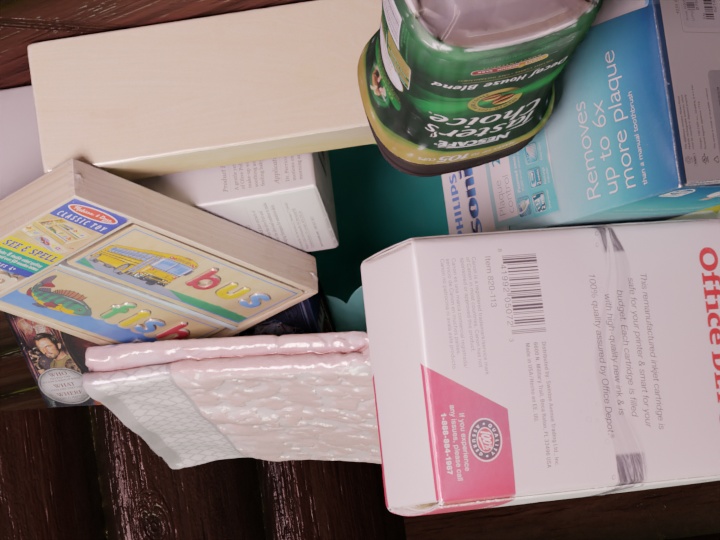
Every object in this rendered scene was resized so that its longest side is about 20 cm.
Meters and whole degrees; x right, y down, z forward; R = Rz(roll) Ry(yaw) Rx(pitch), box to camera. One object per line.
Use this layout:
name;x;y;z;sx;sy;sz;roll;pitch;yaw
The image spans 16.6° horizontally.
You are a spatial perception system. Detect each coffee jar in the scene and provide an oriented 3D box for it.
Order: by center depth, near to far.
coffee jar;0.056;-0.116;1.259;0.104;0.086;0.200;-16;166;-9

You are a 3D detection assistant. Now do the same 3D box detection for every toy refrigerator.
toy refrigerator;-0.080;-0.100;1.390;0.199;0.076;0.070;-9;173;1

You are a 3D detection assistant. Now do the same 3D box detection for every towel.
towel;-0.059;0.086;1.555;0.191;0.032;0.200;-3;160;11

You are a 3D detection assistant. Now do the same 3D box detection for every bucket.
bucket;0.000;0.000;1.676;0.207;0.207;0.135;-9;129;5

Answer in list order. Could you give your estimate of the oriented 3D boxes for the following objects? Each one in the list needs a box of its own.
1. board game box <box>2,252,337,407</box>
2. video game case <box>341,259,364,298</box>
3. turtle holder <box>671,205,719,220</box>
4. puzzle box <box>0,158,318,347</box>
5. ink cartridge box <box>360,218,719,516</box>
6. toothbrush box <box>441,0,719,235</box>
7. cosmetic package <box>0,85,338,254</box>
board game box;-0.122;0.026;1.561;0.199;0.035;0.136;-4;135;14
video game case;0.056;-0.022;1.799;0.143;0.200;0.018;-9;137;9
turtle holder;0.200;-0.091;1.562;0.141;0.132;0.185;-1;171;-41
puzzle box;-0.138;0.000;1.439;0.133;0.025;0.200;-28;147;34
ink cartridge box;0.112;0.053;1.365;0.200;0.147;0.083;-4;173;-21
toothbrush box;0.131;-0.097;1.374;0.085;0.147;0.200;-3;172;-35
cosmetic package;-0.121;-0.060;1.470;0.199;0.108;0.085;-9;153;6
